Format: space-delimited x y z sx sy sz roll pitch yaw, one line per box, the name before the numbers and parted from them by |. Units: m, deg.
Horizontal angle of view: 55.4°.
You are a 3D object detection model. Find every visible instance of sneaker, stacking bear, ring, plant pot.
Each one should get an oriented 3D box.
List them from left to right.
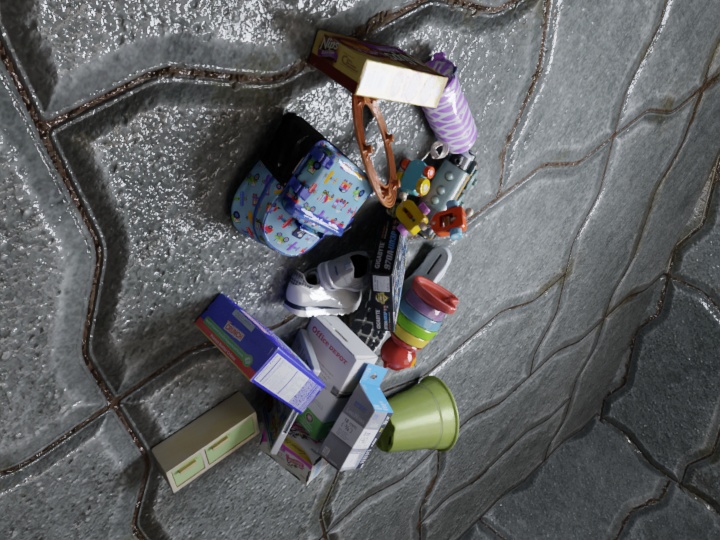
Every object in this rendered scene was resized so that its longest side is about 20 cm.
sneaker | -0.062 0.036 1.315 0.197 0.075 0.083 -6 112 -52
sneaker | 0.000 0.000 1.299 0.080 0.077 0.199 -17 -178 28
sneaker | 0.036 0.106 1.463 0.203 0.076 0.080 -61 163 -21
ring | 0.029 -0.204 1.102 0.019 0.206 0.201 -11 151 17
plant pot | 0.128 0.396 1.811 0.185 0.201 0.204 -6 129 -30
stacking bear | 0.112 0.126 1.475 0.203 0.112 0.121 -60 174 15
sneaker | 0.141 0.032 1.553 0.201 0.073 0.071 -48 164 10

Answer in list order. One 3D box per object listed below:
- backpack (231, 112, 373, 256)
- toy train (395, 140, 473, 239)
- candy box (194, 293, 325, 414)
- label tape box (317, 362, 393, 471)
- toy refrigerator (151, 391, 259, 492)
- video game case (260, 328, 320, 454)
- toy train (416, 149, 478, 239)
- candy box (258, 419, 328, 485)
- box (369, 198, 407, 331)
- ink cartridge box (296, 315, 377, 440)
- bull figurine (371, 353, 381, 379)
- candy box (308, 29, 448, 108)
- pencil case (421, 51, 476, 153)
backpack | -0.096 -0.110 1.072 0.201 0.134 0.182 -51 146 6
toy train | 0.135 -0.131 1.267 0.147 0.205 0.055 -20 149 23
candy box | -0.171 0.147 1.195 0.077 0.168 0.201 -47 146 -7
label tape box | 0.009 0.296 1.378 0.203 0.062 0.144 -59 159 -1
toy refrigerator | -0.292 0.329 1.316 0.197 0.070 0.077 -31 143 -27
video game case | -0.142 0.236 1.351 0.018 0.144 0.203 20 109 -25
toy train | 0.166 -0.152 1.368 0.203 0.084 0.114 -58 169 11
candy box | -0.103 0.345 1.459 0.199 0.134 0.062 -32 147 -53
box | 0.058 -0.013 1.326 0.161 0.045 0.203 85 14 -48
ink cartridge box | -0.072 0.214 1.401 0.083 0.146 0.203 5 120 -53
bull figurine | -0.009 0.209 1.536 0.118 0.066 0.203 -13 141 -12
candy box | 0.031 -0.305 1.048 0.197 0.116 0.058 -7 129 -46
pencil case | 0.157 -0.299 1.247 0.201 0.082 0.088 53 43 -57
